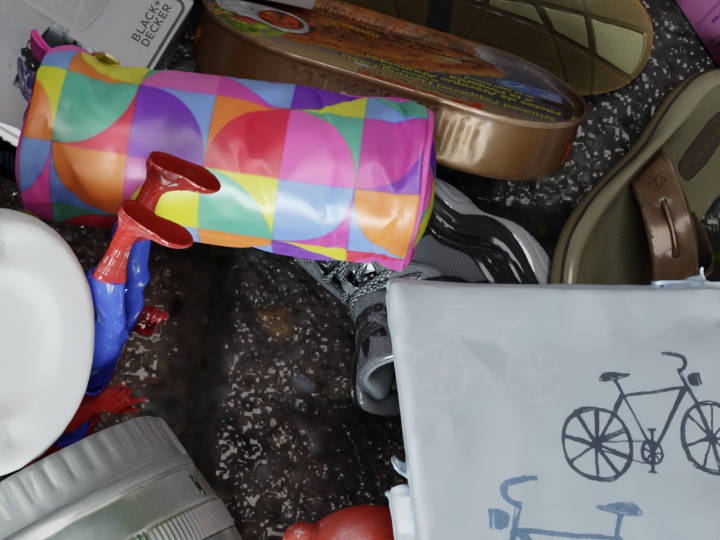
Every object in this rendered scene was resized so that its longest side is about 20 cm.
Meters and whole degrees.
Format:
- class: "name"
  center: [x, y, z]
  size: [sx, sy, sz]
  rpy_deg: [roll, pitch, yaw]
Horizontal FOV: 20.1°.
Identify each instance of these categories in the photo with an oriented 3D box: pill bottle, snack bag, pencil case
- class: "pill bottle"
  center: [-0.223, 0.023, 0.894]
  size: [0.114, 0.200, 0.115]
  rpy_deg: [-10, 103, -50]
- class: "snack bag"
  center: [0.097, 0.095, 0.902]
  size: [0.188, 0.021, 0.201]
  rpy_deg: [0, 71, -24]
- class: "pencil case"
  center: [-0.063, -0.055, 0.938]
  size: [0.199, 0.088, 0.089]
  rpy_deg: [11, 74, -1]

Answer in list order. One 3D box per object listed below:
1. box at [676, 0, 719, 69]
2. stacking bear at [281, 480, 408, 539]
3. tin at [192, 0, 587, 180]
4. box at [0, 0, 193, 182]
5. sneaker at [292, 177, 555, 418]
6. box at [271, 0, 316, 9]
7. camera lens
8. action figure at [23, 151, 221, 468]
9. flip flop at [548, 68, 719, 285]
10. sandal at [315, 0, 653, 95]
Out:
- class: "box"
  center: [0.238, -0.230, 1.112]
  size: [0.176, 0.097, 0.200]
  rpy_deg: [-30, 83, -17]
- class: "stacking bear"
  center: [0.055, 0.131, 0.946]
  size: [0.200, 0.114, 0.122]
  rpy_deg: [-14, 79, -32]
- class: "tin"
  center: [0.013, -0.095, 1.016]
  size: [0.199, 0.112, 0.042]
  rpy_deg: [17, 109, -3]
- class: "box"
  center: [-0.198, -0.130, 1.015]
  size: [0.200, 0.060, 0.117]
  rpy_deg: [29, 72, -4]
- class: "sneaker"
  center: [0.000, 0.000, 0.996]
  size: [0.200, 0.076, 0.114]
  rpy_deg: [27, 44, -7]
- class: "box"
  center: [-0.112, -0.174, 0.994]
  size: [0.199, 0.041, 0.039]
  rpy_deg: [11, 47, -18]
- class: "camera lens"
  center: [-0.106, 0.186, 0.902]
  size: [0.160, 0.160, 0.200]
  rpy_deg: [-28, 83, -17]
- class: "action figure"
  center: [-0.118, 0.036, 0.930]
  size: [0.052, 0.200, 0.066]
  rpy_deg: [26, 41, -10]
- class: "flip flop"
  center: [0.160, -0.022, 1.050]
  size: [0.200, 0.057, 0.081]
  rpy_deg: [-52, 134, -23]
- class: "sandal"
  center: [0.060, -0.151, 1.075]
  size: [0.199, 0.080, 0.054]
  rpy_deg: [13, 41, -1]
